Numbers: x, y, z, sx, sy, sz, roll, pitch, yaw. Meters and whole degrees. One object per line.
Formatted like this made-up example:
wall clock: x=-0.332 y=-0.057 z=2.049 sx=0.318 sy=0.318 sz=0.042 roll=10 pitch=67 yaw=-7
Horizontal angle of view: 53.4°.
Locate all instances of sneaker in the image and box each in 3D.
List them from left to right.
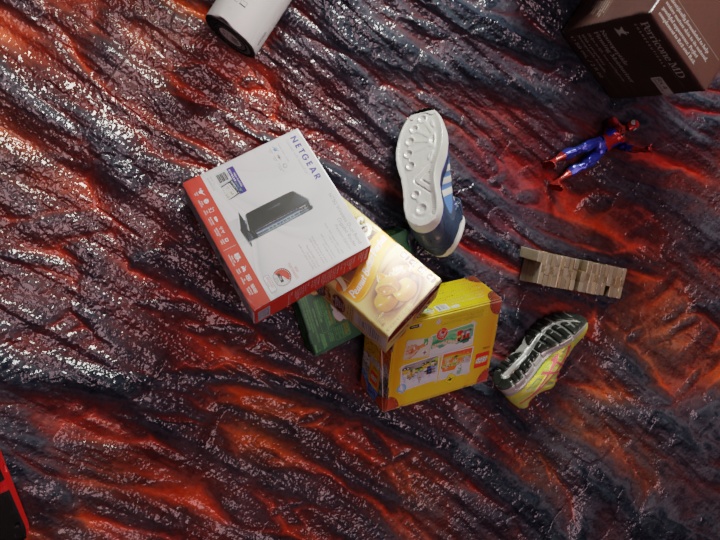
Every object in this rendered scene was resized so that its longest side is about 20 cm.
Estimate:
sneaker: x=0.111 y=-0.122 z=1.087 sx=0.146 sy=0.078 sz=0.206 roll=44 pitch=42 yaw=-59
sneaker: x=0.314 y=0.154 z=1.222 sx=0.199 sy=0.078 sz=0.091 roll=-39 pitch=120 yaw=-8

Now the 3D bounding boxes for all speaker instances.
speaker: x=-0.115 y=-0.384 z=0.924 sx=0.080 sy=0.081 sz=0.203 roll=34 pitch=84 yaw=-25

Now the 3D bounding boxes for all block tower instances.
block tower: x=0.360 y=0.006 z=1.222 sx=0.195 sy=0.054 sz=0.060 roll=11 pitch=94 yaw=-25

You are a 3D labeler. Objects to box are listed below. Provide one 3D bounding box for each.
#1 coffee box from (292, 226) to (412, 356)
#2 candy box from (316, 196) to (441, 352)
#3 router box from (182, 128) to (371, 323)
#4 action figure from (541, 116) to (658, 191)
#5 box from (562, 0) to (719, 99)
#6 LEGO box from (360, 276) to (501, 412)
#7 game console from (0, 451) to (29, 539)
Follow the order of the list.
coffee box: x=-0.007 y=0.028 z=1.063 sx=0.196 sy=0.044 sz=0.126 roll=-25 pitch=109 yaw=-19
candy box: x=0.000 y=0.000 z=0.982 sx=0.199 sy=0.056 sz=0.115 roll=40 pitch=65 yaw=16
router box: x=-0.110 y=-0.063 z=0.939 sx=0.177 sy=0.049 sz=0.202 roll=-29 pitch=72 yaw=-17
action figure: x=0.408 y=-0.202 z=1.190 sx=0.197 sy=0.098 sz=0.067 roll=-33 pitch=112 yaw=-19
box: x=0.463 y=-0.392 z=1.123 sx=0.165 sy=0.199 sz=0.166 roll=40 pitch=83 yaw=-24
LEGO box: x=0.106 y=0.108 z=1.080 sx=0.195 sy=0.077 sz=0.153 roll=-11 pitch=122 yaw=-27
game console: x=-0.532 y=0.292 z=0.877 sx=0.195 sy=0.031 sz=0.182 roll=-19 pitch=111 yaw=-20
